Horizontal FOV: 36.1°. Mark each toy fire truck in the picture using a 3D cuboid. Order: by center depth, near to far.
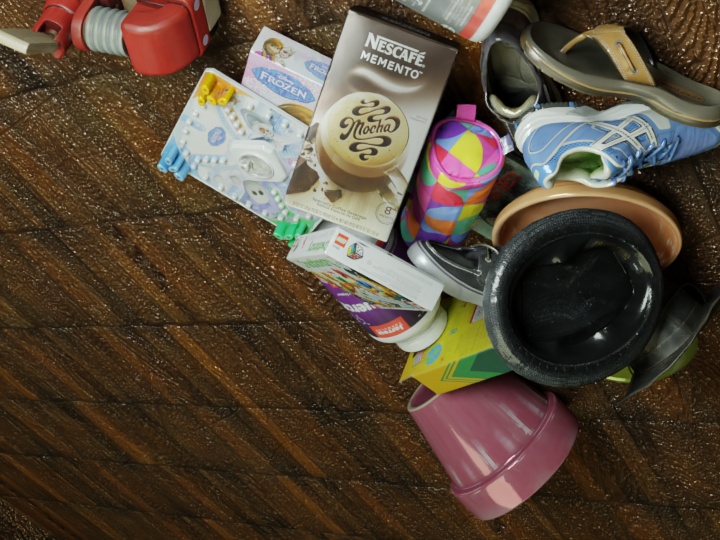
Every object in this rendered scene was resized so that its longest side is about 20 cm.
[{"bbox_3d":[-0.256,-0.245,1.094,0.176,0.200,0.129,14,148,14],"label":"toy fire truck"}]

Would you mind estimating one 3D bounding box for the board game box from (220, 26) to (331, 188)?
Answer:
[{"bbox_3d":[-0.042,-0.148,1.211,0.200,0.041,0.200,25,148,-2],"label":"board game box"}]

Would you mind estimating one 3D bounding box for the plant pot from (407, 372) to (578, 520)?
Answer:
[{"bbox_3d":[0.171,0.210,1.529,0.179,0.200,0.200,47,144,-6],"label":"plant pot"}]

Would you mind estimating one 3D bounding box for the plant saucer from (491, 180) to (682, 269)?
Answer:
[{"bbox_3d":[0.243,-0.043,1.192,0.200,0.038,0.200,7,152,4],"label":"plant saucer"}]

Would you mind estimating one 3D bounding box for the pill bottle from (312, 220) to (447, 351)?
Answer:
[{"bbox_3d":[0.025,0.013,1.378,0.112,0.113,0.200,-9,135,40],"label":"pill bottle"}]

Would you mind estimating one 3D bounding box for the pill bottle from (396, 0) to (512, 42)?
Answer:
[{"bbox_3d":[0.042,-0.286,0.925,0.200,0.116,0.116,27,148,-6],"label":"pill bottle"}]

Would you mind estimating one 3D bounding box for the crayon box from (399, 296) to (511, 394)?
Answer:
[{"bbox_3d":[0.140,0.080,1.398,0.051,0.127,0.200,36,147,-20],"label":"crayon box"}]

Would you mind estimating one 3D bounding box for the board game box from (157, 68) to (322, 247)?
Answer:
[{"bbox_3d":[-0.118,-0.117,1.244,0.200,0.026,0.200,31,148,-10],"label":"board game box"}]

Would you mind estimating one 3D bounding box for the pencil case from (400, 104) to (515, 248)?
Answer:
[{"bbox_3d":[0.095,-0.086,1.166,0.088,0.089,0.200,22,154,1],"label":"pencil case"}]

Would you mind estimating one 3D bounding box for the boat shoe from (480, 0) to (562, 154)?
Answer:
[{"bbox_3d":[0.151,-0.173,1.070,0.072,0.065,0.200,7,145,22],"label":"boat shoe"}]

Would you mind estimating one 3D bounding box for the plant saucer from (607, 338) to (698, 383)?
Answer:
[{"bbox_3d":[0.318,0.087,1.384,0.200,0.031,0.200,16,148,10],"label":"plant saucer"}]

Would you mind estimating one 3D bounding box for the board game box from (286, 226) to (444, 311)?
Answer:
[{"bbox_3d":[0.000,0.000,1.188,0.126,0.035,0.200,29,172,-12],"label":"board game box"}]

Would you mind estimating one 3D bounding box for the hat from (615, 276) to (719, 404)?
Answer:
[{"bbox_3d":[0.319,0.060,1.222,0.081,0.201,0.201,39,149,8],"label":"hat"}]

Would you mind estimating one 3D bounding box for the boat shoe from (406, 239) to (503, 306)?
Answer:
[{"bbox_3d":[0.139,0.002,1.200,0.200,0.070,0.066,27,111,-32],"label":"boat shoe"}]

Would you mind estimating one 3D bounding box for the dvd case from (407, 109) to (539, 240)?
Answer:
[{"bbox_3d":[0.151,-0.088,1.238,0.200,0.022,0.146,31,148,-11],"label":"dvd case"}]

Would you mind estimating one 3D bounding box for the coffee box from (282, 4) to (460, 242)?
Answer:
[{"bbox_3d":[0.011,-0.145,1.083,0.113,0.080,0.200,20,108,0],"label":"coffee box"}]

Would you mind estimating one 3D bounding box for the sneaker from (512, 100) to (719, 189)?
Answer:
[{"bbox_3d":[0.248,-0.114,1.047,0.200,0.077,0.076,-6,145,-2],"label":"sneaker"}]

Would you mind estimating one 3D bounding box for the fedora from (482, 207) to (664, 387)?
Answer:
[{"bbox_3d":[0.210,0.025,1.150,0.200,0.201,0.092,33,177,-15],"label":"fedora"}]

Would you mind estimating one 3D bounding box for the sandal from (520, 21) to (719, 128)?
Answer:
[{"bbox_3d":[0.241,-0.186,0.988,0.200,0.082,0.055,22,130,1],"label":"sandal"}]
